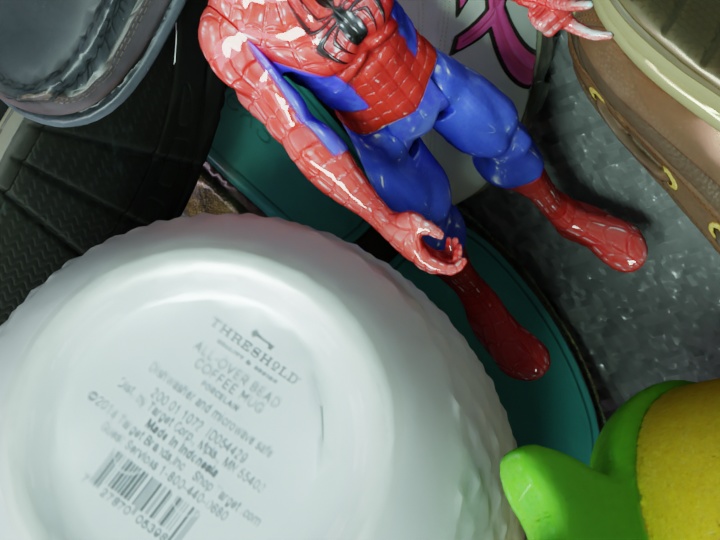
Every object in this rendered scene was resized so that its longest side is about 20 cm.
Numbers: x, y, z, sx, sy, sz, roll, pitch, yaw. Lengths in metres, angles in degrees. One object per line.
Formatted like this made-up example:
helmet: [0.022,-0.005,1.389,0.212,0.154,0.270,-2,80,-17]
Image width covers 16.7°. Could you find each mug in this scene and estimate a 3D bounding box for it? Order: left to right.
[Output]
mug: [-0.014,0.079,0.609,0.200,0.147,0.175,49,172,14]

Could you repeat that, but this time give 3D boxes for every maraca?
maraca: [0.099,0.088,0.600,0.107,0.200,0.138,-41,70,25]

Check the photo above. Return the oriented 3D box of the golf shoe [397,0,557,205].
golf shoe: [0.001,-0.095,0.647,0.072,0.092,0.201,17,133,30]

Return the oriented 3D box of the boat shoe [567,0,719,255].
boat shoe: [0.129,-0.012,0.618,0.200,0.072,0.068,47,152,10]

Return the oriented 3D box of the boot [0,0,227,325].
boot: [-0.110,-0.079,0.711,0.150,0.201,0.073,20,177,36]

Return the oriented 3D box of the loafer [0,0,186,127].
loafer: [-0.067,-0.138,0.611,0.071,0.063,0.201,16,91,20]

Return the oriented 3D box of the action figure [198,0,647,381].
action figure: [0.029,-0.027,0.601,0.099,0.065,0.200,39,176,41]

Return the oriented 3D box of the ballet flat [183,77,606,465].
ballet flat: [0.000,0.000,0.754,0.200,0.071,0.071,48,141,0]
